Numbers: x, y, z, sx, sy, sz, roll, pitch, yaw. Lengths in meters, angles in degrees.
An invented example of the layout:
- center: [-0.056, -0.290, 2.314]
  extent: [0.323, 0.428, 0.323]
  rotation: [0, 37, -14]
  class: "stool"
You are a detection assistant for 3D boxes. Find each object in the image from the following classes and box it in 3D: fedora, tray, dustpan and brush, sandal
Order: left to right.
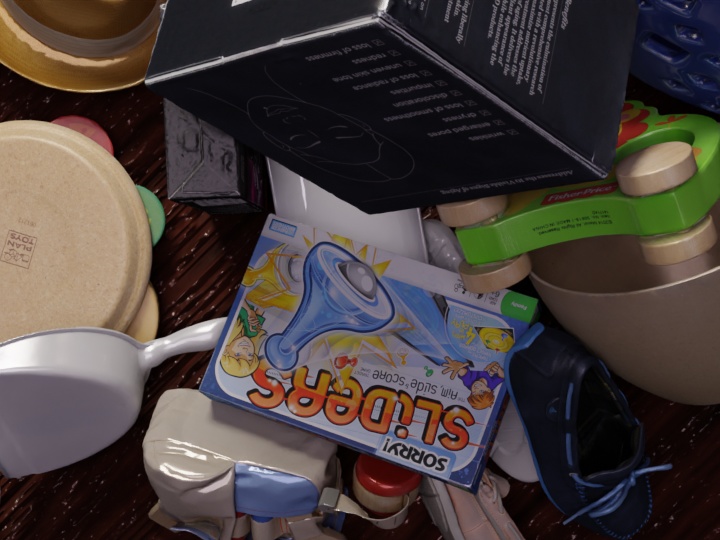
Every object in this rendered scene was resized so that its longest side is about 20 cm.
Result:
- center: [-0.202, -0.228, 1.088]
  extent: [0.200, 0.082, 0.201]
  rotation: [1, 82, -7]
  class: "fedora"
- center: [-0.177, 0.075, 1.093]
  extent: [0.200, 0.140, 0.057]
  rotation: [-12, 51, 3]
  class: "dustpan and brush"
- center: [0.000, 0.000, 1.093]
  extent: [0.107, 0.022, 0.200]
  rotation: [-7, 99, 18]
  class: "tray"
- center: [0.095, 0.050, 1.085]
  extent: [0.050, 0.082, 0.203]
  rotation: [-21, 83, -39]
  class: "sandal"

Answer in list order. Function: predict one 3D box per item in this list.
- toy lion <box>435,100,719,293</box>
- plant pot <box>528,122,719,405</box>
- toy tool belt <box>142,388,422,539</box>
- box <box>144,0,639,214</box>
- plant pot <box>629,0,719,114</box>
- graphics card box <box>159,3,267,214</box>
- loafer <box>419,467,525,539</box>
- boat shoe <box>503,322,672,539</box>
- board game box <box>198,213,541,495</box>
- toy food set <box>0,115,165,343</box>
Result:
- center: [0.149, -0.064, 1.007]
  extent: [0.200, 0.192, 0.069]
  rotation: [-9, 114, 32]
  class: "toy lion"
- center: [0.222, 0.010, 1.019]
  extent: [0.200, 0.200, 0.135]
  rotation: [-22, 116, 6]
  class: "plant pot"
- center: [-0.057, 0.160, 1.085]
  extent: [0.200, 0.125, 0.123]
  rotation: [10, 132, 8]
  class: "toy tool belt"
- center: [0.020, -0.132, 0.891]
  extent: [0.200, 0.197, 0.124]
  rotation: [-6, 62, 45]
  class: "box"
- center: [0.214, -0.222, 0.979]
  extent: [0.180, 0.200, 0.200]
  rotation: [11, 74, 28]
  class: "plant pot"
- center: [-0.096, -0.104, 1.035]
  extent: [0.051, 0.200, 0.126]
  rotation: [-2, 89, 2]
  class: "graphics card box"
- center: [0.086, 0.176, 1.085]
  extent: [0.063, 0.072, 0.200]
  rotation: [-25, 94, -11]
  class: "loafer"
- center: [0.154, 0.122, 1.018]
  extent: [0.069, 0.200, 0.084]
  rotation: [23, 68, 47]
  class: "boat shoe"
- center: [0.007, 0.055, 1.039]
  extent: [0.200, 0.034, 0.136]
  rotation: [17, 78, 15]
  class: "board game box"
- center: [-0.243, -0.016, 1.127]
  extent: [0.200, 0.049, 0.198]
  rotation: [1, 89, 7]
  class: "toy food set"
